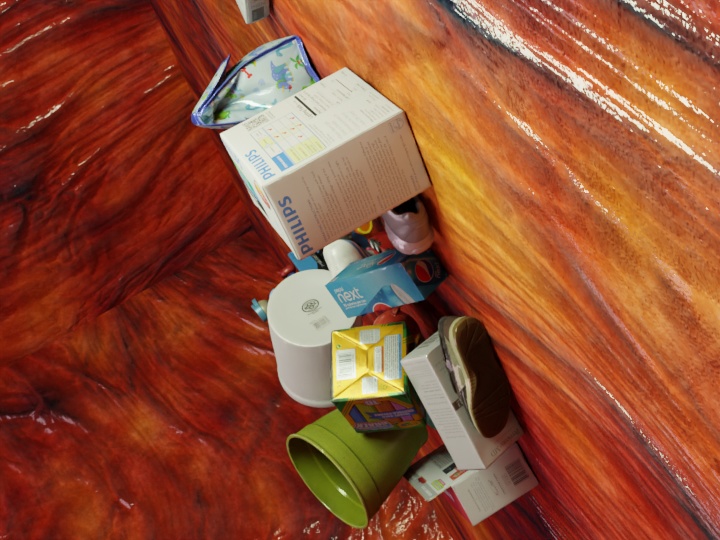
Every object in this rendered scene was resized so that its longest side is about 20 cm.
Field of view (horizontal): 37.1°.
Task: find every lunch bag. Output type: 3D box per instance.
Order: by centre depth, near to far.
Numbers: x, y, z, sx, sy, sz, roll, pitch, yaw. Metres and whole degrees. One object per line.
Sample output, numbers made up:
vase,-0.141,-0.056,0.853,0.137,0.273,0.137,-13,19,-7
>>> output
lunch bag,-0.178,-0.284,1.709,0.128,0.200,0.170,61,173,-11

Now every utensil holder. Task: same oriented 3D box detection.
utensil holder,-0.073,0.117,1.869,0.170,0.170,0.200,55,164,33

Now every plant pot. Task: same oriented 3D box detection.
plant pot,0.009,0.305,1.858,0.200,0.193,0.201,38,150,26

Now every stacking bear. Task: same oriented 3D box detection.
stacking bear,0.066,0.132,1.856,0.113,0.122,0.200,24,159,17

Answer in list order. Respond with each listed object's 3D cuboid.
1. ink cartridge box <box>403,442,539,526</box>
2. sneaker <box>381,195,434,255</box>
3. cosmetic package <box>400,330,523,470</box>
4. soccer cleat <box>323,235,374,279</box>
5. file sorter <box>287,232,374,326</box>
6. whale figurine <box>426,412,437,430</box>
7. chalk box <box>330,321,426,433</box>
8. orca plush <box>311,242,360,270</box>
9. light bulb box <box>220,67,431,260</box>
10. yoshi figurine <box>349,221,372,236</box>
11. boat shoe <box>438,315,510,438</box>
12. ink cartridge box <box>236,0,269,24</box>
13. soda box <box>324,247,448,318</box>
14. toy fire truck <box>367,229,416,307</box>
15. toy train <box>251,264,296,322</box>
ink cartridge box,0.179,0.350,1.816,0.084,0.175,0.200,61,173,-8
sneaker,0.035,-0.117,1.484,0.200,0.076,0.092,47,159,30
cosmetic package,0.155,0.193,1.626,0.074,0.102,0.200,-19,103,55
soccer cleat,0.000,0.000,1.813,0.200,0.070,0.087,19,-125,-57
file sorter,-0.025,0.016,2.064,0.123,0.139,0.200,60,174,-34
whale figurine,0.143,0.204,1.781,0.159,0.104,0.200,59,170,14
chalk box,0.037,0.183,1.726,0.200,0.123,0.125,58,-153,-59
orca plush,-0.056,-0.031,1.943,0.071,0.105,0.200,30,-152,-24
light bulb box,-0.049,-0.144,1.399,0.198,0.200,0.125,49,166,55
yoshi figurine,-0.054,-0.105,1.875,0.112,0.112,0.200,40,167,-20
boat shoe,0.164,0.149,1.557,0.065,0.073,0.201,23,134,57
ink cartridge box,-0.199,-0.504,1.669,0.162,0.050,0.201,122,127,-82
soda box,0.036,0.015,1.609,0.200,0.064,0.068,-16,111,54
toy fire truck,0.070,0.003,1.724,0.141,0.049,0.200,62,171,-18
toy train,-0.159,0.055,2.167,0.085,0.116,0.200,55,176,1
